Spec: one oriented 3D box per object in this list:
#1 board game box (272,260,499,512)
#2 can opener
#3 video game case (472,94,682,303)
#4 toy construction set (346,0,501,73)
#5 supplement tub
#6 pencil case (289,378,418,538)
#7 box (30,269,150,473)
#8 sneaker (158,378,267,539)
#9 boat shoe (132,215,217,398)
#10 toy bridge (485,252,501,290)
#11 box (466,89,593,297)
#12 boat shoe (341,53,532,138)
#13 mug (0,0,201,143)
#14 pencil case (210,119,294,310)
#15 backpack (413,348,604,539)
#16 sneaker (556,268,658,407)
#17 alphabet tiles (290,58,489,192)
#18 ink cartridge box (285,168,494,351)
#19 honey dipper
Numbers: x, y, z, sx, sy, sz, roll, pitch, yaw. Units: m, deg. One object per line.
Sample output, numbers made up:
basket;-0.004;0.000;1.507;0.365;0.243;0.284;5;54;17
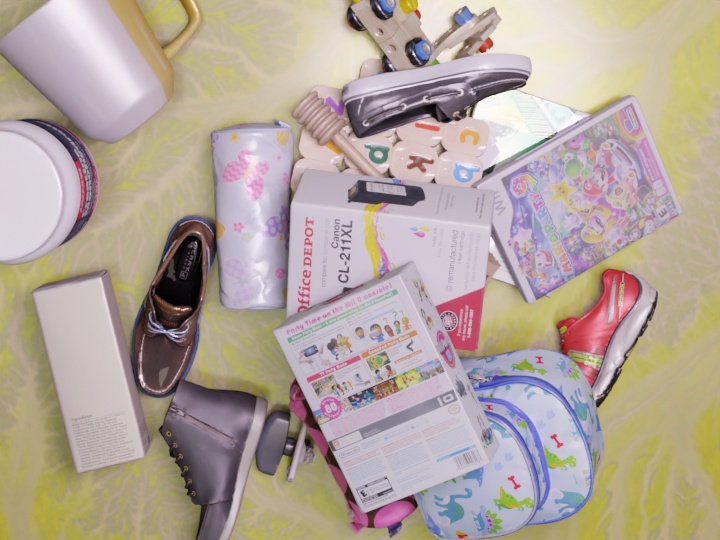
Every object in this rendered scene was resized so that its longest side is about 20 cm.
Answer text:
board game box;0.026;0.114;1.470;0.147;0.064;0.201;-24;96;21
can opener;-0.060;0.132;1.634;0.066;0.053;0.202;18;95;-4
video game case;0.231;-0.075;1.600;0.199;0.018;0.144;-30;108;-9
toy construction set;0.049;-0.279;1.570;0.200;0.132;0.092;40;137;-11
supplement tub;-0.344;-0.081;1.528;0.139;0.200;0.142;0;97;-2
pencil case;-0.007;0.180;1.595;0.093;0.091;0.201;-28;114;-2
box;-0.285;0.107;1.617;0.081;0.068;0.202;-11;96;0
sneaker;-0.176;0.220;1.630;0.105;0.075;0.202;16;87;-7
boat shoe;-0.202;0.041;1.609;0.072;0.072;0.202;12;96;-3
toy bridge;0.082;0.060;1.623;0.067;0.027;0.200;17;119;-46
box;0.166;-0.088;1.623;0.143;0.036;0.202;17;94;-3
boat shoe;0.081;-0.177;1.555;0.198;0.069;0.057;-10;81;-2
mug;-0.255;-0.226;1.548;0.186;0.150;0.154;-35;104;9
pencil case;-0.109;-0.056;1.596;0.090;0.083;0.202;-4;96;-6
backpack;0.143;0.184;1.563;0.198;0.147;0.184;-13;105;21
sneaker;0.244;0.089;1.639;0.085;0.077;0.201;31;94;16
alphabet tiles;0.031;-0.117;1.586;0.194;0.015;0.202;11;81;0
ink cartridge box;0.028;-0.010;1.518;0.198;0.083;0.147;7;119;5
honey dipper;0.009;-0.101;1.559;0.038;0.038;0.200;-44;88;4
